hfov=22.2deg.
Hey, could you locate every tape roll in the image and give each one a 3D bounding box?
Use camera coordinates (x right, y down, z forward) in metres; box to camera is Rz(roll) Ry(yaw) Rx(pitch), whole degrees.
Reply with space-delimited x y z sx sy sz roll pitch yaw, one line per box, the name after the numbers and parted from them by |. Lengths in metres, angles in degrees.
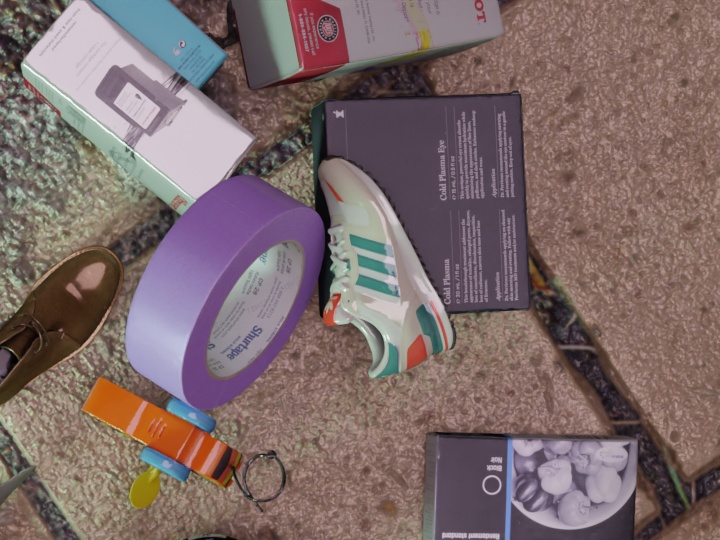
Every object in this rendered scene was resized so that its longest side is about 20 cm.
-0.115 0.019 1.595 0.066 0.200 0.200 31 85 22 | tape roll

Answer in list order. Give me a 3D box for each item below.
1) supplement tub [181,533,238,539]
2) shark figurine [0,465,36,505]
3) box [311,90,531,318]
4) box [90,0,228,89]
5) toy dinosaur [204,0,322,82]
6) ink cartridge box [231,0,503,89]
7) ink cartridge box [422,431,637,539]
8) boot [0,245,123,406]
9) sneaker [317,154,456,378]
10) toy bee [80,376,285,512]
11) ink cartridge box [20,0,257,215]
-0.129 0.297 1.600 0.122 0.200 0.123 0 90 -9 | supplement tub
-0.304 0.295 1.650 0.089 0.128 0.215 -7 72 -33 | shark figurine
0.053 -0.058 1.679 0.182 0.104 0.200 -2 90 -9 | box
-0.211 -0.238 1.650 0.200 0.082 0.049 42 84 -6 | box
-0.112 -0.251 1.686 0.088 0.047 0.200 -26 97 -15 | toy dinosaur
0.001 -0.253 1.633 0.200 0.145 0.146 -12 92 -22 | ink cartridge box
0.158 0.254 1.725 0.198 0.043 0.200 2 91 -9 | ink cartridge box
-0.287 0.057 1.642 0.074 0.075 0.200 45 83 -4 | boot
0.000 0.000 1.582 0.093 0.070 0.200 -30 97 -13 | sneaker
-0.156 0.168 1.657 0.131 0.109 0.200 -41 69 -4 | toy bee
-0.196 -0.139 1.620 0.200 0.145 0.083 39 82 -6 | ink cartridge box
